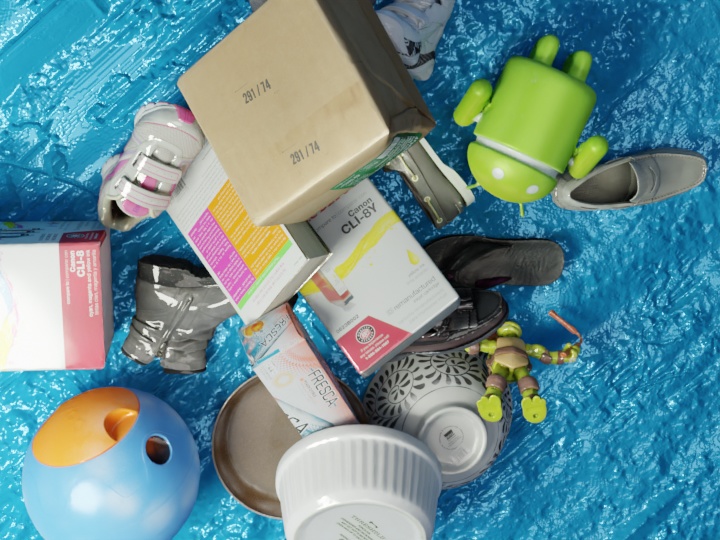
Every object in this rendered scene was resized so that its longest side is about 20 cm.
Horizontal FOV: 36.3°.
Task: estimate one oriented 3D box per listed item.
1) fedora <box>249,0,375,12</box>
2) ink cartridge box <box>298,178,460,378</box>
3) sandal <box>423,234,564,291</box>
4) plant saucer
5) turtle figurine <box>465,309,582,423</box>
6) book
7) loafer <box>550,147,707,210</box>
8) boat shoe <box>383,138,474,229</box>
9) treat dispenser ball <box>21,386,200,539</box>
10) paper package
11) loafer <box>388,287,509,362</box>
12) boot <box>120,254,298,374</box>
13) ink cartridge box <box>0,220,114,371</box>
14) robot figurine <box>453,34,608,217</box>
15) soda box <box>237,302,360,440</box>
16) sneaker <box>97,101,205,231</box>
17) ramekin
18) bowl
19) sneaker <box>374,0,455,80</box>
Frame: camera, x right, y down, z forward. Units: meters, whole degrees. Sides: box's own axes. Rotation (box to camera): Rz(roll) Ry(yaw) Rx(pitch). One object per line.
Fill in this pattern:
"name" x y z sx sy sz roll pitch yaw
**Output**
"fedora" -0.059 -0.318 1.207 0.199 0.177 0.091 -19 134 -10
"ink cartridge box" 0.000 0.000 1.269 0.145 0.083 0.201 -37 80 0
"sandal" 0.156 -0.007 1.347 0.199 0.048 0.076 -7 103 -7
"plant saucer" -0.086 0.211 1.369 0.198 0.032 0.202 -2 103 -9
"turtle figurine" 0.173 0.112 1.338 0.198 0.162 0.065 12 130 -3
"book" -0.138 -0.052 1.226 0.134 0.048 0.201 -45 73 32
"loafer" 0.333 -0.107 1.340 0.198 0.070 0.071 -13 104 -5
"boat shoe" 0.051 -0.134 1.291 0.060 0.072 0.202 -45 109 -2
"treat dispenser ball" -0.284 0.234 1.257 0.199 0.201 0.203 -2 103 -8
"paper package" -0.057 -0.169 1.111 0.199 0.103 0.192 -32 84 32
"loafer" 0.078 0.061 1.316 0.198 0.072 0.063 -16 139 11
"boot" -0.179 0.061 1.311 0.198 0.070 0.133 11 104 1
"ink cartridge box" -0.382 0.026 1.225 0.198 0.145 0.146 -1 103 -8
"robot figurine" 0.199 -0.169 1.281 0.174 0.116 0.201 24 96 -5
"soda box" -0.067 0.128 1.257 0.068 0.064 0.200 -29 137 -1
"sneaker" -0.228 -0.105 1.196 0.081 0.089 0.200 20 143 -23
"ramekin" -0.002 0.279 1.291 0.200 0.095 0.203 0 133 0
"bowl" 0.104 0.196 1.362 0.199 0.094 0.203 -2 103 -7
"sneaker" 0.050 -0.283 1.204 0.075 0.200 0.116 19 93 14
